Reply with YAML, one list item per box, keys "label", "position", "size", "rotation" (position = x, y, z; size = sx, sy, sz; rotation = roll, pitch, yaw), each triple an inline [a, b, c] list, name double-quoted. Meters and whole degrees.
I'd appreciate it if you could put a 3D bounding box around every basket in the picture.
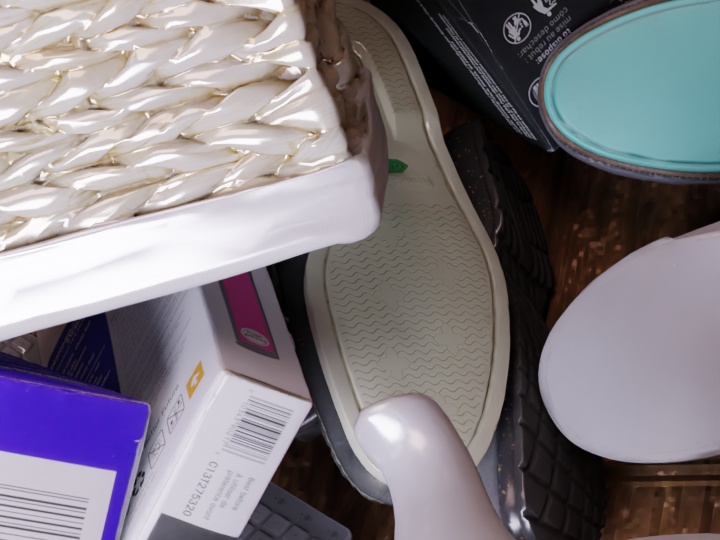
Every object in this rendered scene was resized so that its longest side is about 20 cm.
- label: "basket"
  position: [-0.103, -0.057, 0.886]
  size: [0.200, 0.123, 0.136]
  rotation: [-16, 17, 5]

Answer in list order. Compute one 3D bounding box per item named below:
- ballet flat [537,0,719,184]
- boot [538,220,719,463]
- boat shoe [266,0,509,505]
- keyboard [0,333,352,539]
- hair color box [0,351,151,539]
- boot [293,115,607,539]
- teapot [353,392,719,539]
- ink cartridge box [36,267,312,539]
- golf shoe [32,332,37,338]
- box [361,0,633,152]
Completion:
- label: "ballet flat"
  position: [0.160, -0.070, 0.988]
  size: [0.200, 0.073, 0.073]
  rotation: [-11, 54, 13]
- label: "boot"
  position: [0.159, 0.003, 0.947]
  size: [0.200, 0.096, 0.074]
  rotation: [-26, 80, 22]
- label: "boat shoe"
  position: [0.000, 0.000, 0.978]
  size: [0.068, 0.072, 0.200]
  rotation: [119, 148, -43]
- label: "keyboard"
  position: [-0.095, 0.063, 1.017]
  size: [0.200, 0.011, 0.056]
  rotation: [29, 53, 29]
- label: "hair color box"
  position: [-0.144, 0.074, 0.936]
  size: [0.200, 0.065, 0.109]
  rotation: [14, 90, 58]
- label: "boot"
  position: [0.006, 0.045, 1.017]
  size: [0.132, 0.070, 0.200]
  rotation: [-24, 40, 14]
- label: "teapot"
  position: [0.095, 0.143, 0.781]
  size: [0.197, 0.200, 0.146]
  rotation: [1, 30, 10]
- label: "ink cartridge box"
  position: [-0.065, 0.029, 0.955]
  size: [0.095, 0.037, 0.200]
  rotation: [-62, 23, 19]
- label: "golf shoe"
  position: [-0.105, -0.066, 1.114]
  size: [0.078, 0.094, 0.200]
  rotation: [-35, 40, 43]
- label: "box"
  position: [0.037, -0.158, 1.062]
  size: [0.149, 0.124, 0.200]
  rotation: [-45, 34, -8]
